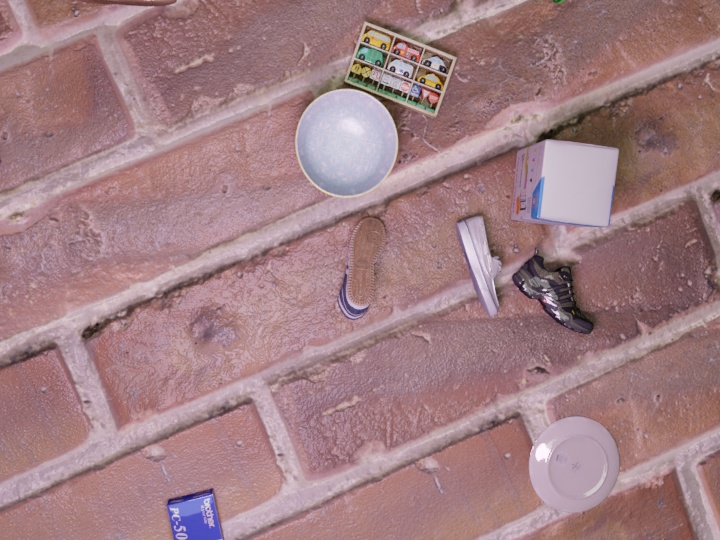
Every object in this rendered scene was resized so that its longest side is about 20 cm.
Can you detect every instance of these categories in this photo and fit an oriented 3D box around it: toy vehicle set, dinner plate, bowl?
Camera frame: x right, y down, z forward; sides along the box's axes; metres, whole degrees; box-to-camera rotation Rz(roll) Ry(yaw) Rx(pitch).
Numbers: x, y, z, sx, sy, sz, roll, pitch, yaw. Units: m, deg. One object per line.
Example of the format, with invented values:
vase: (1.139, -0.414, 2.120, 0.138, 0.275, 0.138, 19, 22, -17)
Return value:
toy vehicle set: (0.078, -0.396, 1.684, 0.197, 0.027, 0.126, 19, 90, -7)
dinner plate: (0.447, 0.405, 1.760, 0.197, 0.024, 0.204, 0, 91, -6)
bowl: (-0.031, -0.240, 1.637, 0.197, 0.108, 0.204, 0, 92, -7)

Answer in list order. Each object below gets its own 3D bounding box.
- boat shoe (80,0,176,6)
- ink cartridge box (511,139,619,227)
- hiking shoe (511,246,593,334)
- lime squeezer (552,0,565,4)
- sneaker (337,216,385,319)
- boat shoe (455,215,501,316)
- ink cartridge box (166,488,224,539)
boat shoe: (-0.445, -0.536, 1.599, 0.196, 0.072, 0.066, 3, 97, -1)
ink cartridge box: (0.388, -0.163, 1.641, 0.142, 0.200, 0.150, 6, 92, -4)
hiking shoe: (0.407, 0.045, 1.714, 0.199, 0.076, 0.101, 39, 91, -6)
lime squeezer: (0.371, -0.556, 1.694, 0.197, 0.070, 0.038, 17, 109, 23)
sneaker: (0.000, 0.000, 1.678, 0.069, 0.109, 0.203, 13, 61, -4)
boat shoe: (0.250, -0.010, 1.696, 0.064, 0.074, 0.203, -19, 95, -1)
ink cartridge box: (-0.314, 0.541, 1.669, 0.093, 0.044, 0.203, -12, 93, -7)
